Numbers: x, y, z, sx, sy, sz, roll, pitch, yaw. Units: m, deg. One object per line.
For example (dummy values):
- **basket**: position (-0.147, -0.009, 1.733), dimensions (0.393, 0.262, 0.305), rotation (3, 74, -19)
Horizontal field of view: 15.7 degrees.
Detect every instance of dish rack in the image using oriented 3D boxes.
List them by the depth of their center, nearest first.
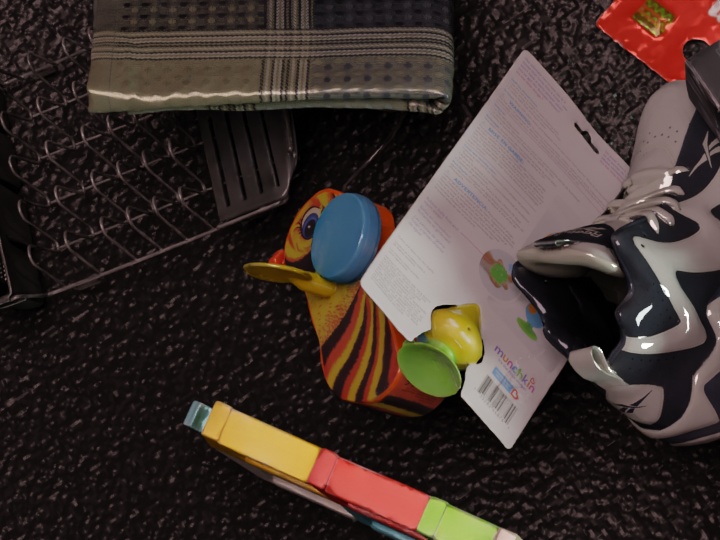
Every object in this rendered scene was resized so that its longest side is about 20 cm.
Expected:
- **dish rack**: position (-0.135, -0.073, 1.443), dimensions (0.199, 0.055, 0.155), rotation (-20, 71, 17)

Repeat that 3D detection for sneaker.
- **sneaker**: position (0.136, -0.021, 1.319), dimensions (0.079, 0.129, 0.201), rotation (-10, 64, 43)

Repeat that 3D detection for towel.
- **towel**: position (-0.049, -0.144, 1.410), dimensions (0.198, 0.035, 0.193), rotation (0, 44, 0)

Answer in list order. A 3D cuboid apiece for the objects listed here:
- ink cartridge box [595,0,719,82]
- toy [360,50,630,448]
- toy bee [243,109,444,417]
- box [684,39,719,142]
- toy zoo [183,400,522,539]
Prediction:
- **ink cartridge box**: position (0.245, -0.169, 1.403), dimensions (0.162, 0.050, 0.200), rotation (40, 84, 18)
- **toy**: position (0.071, -0.009, 1.348), dimensions (0.115, 0.047, 0.200), rotation (47, 46, -13)
- **toy bee**: position (0.000, 0.000, 1.391), dimensions (0.131, 0.109, 0.201), rotation (34, 44, -19)
- **box**: position (0.287, -0.087, 1.305), dimensions (0.199, 0.050, 0.158), rotation (-30, 67, -3)
- **toy zoo**: position (-0.003, 0.114, 1.341), dimensions (0.199, 0.131, 0.021), rotation (23, 82, 15)
